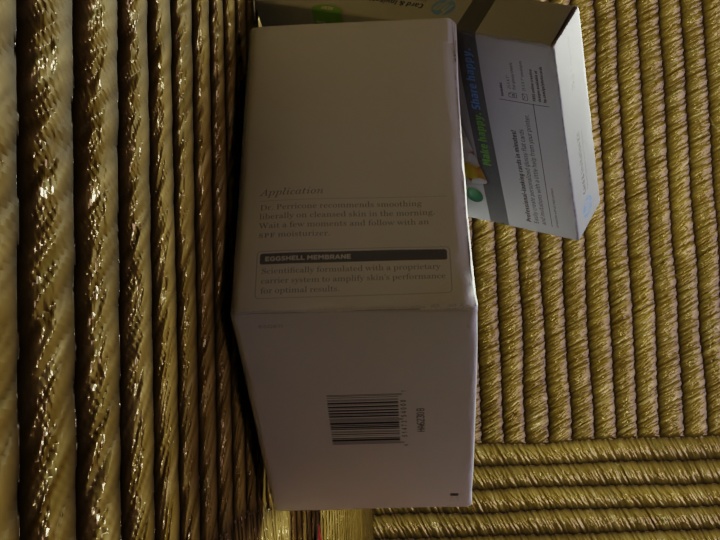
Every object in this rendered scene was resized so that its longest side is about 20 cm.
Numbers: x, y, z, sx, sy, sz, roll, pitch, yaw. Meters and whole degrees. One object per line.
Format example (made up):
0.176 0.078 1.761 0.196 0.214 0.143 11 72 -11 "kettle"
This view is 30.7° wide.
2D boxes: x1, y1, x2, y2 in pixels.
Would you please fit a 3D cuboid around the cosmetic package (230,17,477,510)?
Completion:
0.000 0.000 0.743 0.200 0.122 0.201 85 4 -52 "cosmetic package"

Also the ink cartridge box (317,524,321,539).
-0.013 0.347 1.133 0.201 0.050 0.162 -87 175 -50 "ink cartridge box"

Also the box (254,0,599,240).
0.043 -0.104 0.816 0.041 0.199 0.156 -56 147 -32 "box"
